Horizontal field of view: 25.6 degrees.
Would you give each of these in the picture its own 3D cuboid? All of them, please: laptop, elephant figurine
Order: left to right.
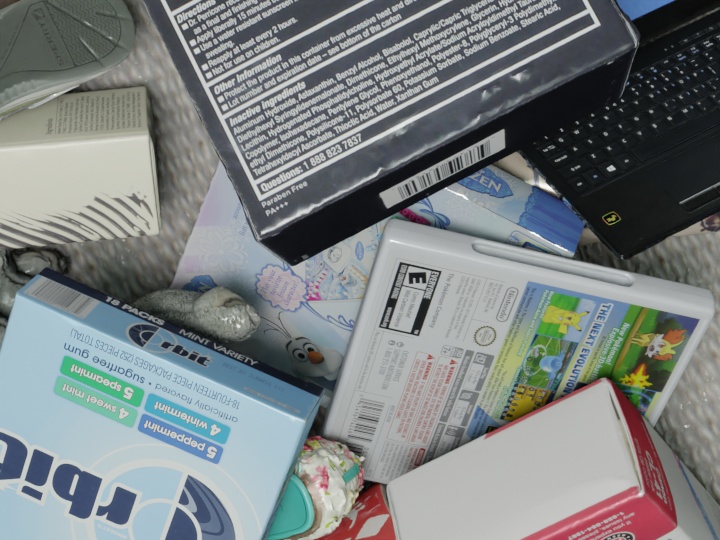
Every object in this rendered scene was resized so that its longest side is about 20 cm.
[{"bbox_3d":[-0.159,0.066,0.950,0.200,0.155,0.142,18,81,12],"label":"elephant figurine"},{"bbox_3d":[0.157,-0.134,0.860,0.177,0.200,0.103,-26,141,-14],"label":"laptop"}]

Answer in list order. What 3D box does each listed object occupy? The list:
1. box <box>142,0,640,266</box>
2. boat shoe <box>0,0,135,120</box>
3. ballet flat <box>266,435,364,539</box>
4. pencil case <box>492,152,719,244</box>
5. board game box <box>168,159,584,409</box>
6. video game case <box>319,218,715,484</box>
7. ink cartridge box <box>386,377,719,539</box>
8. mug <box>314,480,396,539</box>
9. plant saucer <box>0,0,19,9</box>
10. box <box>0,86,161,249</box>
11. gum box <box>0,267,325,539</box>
[{"bbox_3d":[0.002,-0.138,0.786,0.200,0.123,0.199,-26,83,2],"label":"box"},{"bbox_3d":[-0.228,-0.111,0.904,0.202,0.065,0.075,-23,87,-27],"label":"boat shoe"},{"bbox_3d":[-0.076,0.136,0.958,0.200,0.064,0.076,-7,102,40],"label":"ballet flat"},{"bbox_3d":[0.159,-0.060,0.924,0.200,0.090,0.078,-6,133,8],"label":"pencil case"},{"bbox_3d":[0.000,0.000,0.927,0.199,0.043,0.200,27,132,0],"label":"board game box"},{"bbox_3d":[0.081,0.065,0.904,0.182,0.022,0.200,13,133,-5],"label":"video game case"},{"bbox_3d":[0.130,0.167,0.913,0.148,0.086,0.200,-30,133,17],"label":"ink cartridge box"},{"bbox_3d":[-0.043,0.216,0.978,0.200,0.133,0.178,-39,97,9],"label":"mug"},{"bbox_3d":[-0.293,-0.150,0.979,0.200,0.032,0.200,1,102,6],"label":"plant saucer"},{"bbox_3d":[-0.220,-0.057,0.937,0.200,0.082,0.068,-6,118,-5],"label":"box"},{"bbox_3d":[-0.133,0.122,0.882,0.170,0.045,0.200,24,115,4],"label":"gum box"}]
